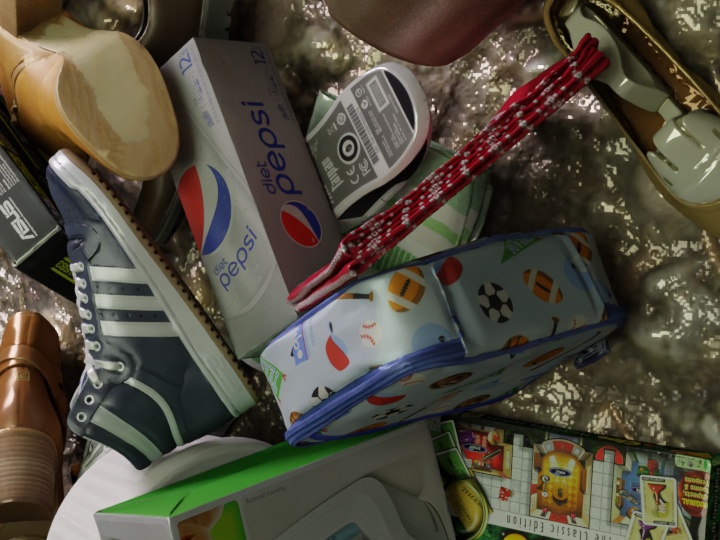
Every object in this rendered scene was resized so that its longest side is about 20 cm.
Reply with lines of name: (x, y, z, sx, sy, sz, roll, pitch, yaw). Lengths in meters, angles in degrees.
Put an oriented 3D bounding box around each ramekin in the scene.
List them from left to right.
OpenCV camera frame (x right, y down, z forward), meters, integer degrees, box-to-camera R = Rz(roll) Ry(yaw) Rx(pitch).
ramekin: (-0.122, 0.200, 1.088, 0.094, 0.202, 0.203, 15, 103, 45)

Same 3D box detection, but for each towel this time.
towel: (0.000, 0.000, 1.084, 0.152, 0.023, 0.200, 28, 109, 31)
towel: (0.046, -0.053, 0.925, 0.022, 0.200, 0.145, 50, 163, -1)

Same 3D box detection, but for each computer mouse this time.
computer mouse: (-0.013, -0.057, 1.055, 0.200, 0.044, 0.110, -39, 65, 37)

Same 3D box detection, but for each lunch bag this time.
lunch bag: (0.050, 0.043, 0.946, 0.160, 0.200, 0.076, -39, 67, 45)

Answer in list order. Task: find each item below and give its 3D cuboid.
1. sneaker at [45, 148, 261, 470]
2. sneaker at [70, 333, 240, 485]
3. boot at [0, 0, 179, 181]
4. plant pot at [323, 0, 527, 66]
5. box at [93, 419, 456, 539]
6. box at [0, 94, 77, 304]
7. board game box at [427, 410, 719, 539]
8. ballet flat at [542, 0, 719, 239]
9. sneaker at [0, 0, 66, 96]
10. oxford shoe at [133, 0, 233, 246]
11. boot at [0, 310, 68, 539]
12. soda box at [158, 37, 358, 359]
sneaker: (-0.160, 0.030, 1.009, 0.108, 0.070, 0.200, -35, 96, -3)
sneaker: (-0.155, 0.116, 1.174, 0.077, 0.078, 0.200, 50, 118, 31)
boot: (-0.183, -0.104, 1.078, 0.201, 0.071, 0.144, 53, 156, 22)
plant pot: (0.065, -0.235, 0.928, 0.198, 0.200, 0.200, -45, 69, 38)
box: (-0.041, 0.202, 1.002, 0.097, 0.200, 0.177, -9, 95, 53)
box: (-0.239, -0.061, 1.148, 0.047, 0.193, 0.200, -40, 70, 3)
board game box: (0.126, 0.150, 1.010, 0.200, 0.023, 0.105, 6, 100, 35)
ballet flat: (0.170, -0.089, 0.932, 0.069, 0.063, 0.200, -48, 68, 26)
sneaker: (-0.292, -0.172, 1.239, 0.070, 0.082, 0.200, 38, 114, 26)
oxford shoe: (-0.143, -0.117, 1.129, 0.073, 0.084, 0.200, -151, 68, -74)
boot: (-0.253, 0.135, 1.243, 0.200, 0.074, 0.155, 118, 152, -58)
soda box: (-0.069, -0.047, 1.031, 0.063, 0.068, 0.200, -35, 69, 39)
